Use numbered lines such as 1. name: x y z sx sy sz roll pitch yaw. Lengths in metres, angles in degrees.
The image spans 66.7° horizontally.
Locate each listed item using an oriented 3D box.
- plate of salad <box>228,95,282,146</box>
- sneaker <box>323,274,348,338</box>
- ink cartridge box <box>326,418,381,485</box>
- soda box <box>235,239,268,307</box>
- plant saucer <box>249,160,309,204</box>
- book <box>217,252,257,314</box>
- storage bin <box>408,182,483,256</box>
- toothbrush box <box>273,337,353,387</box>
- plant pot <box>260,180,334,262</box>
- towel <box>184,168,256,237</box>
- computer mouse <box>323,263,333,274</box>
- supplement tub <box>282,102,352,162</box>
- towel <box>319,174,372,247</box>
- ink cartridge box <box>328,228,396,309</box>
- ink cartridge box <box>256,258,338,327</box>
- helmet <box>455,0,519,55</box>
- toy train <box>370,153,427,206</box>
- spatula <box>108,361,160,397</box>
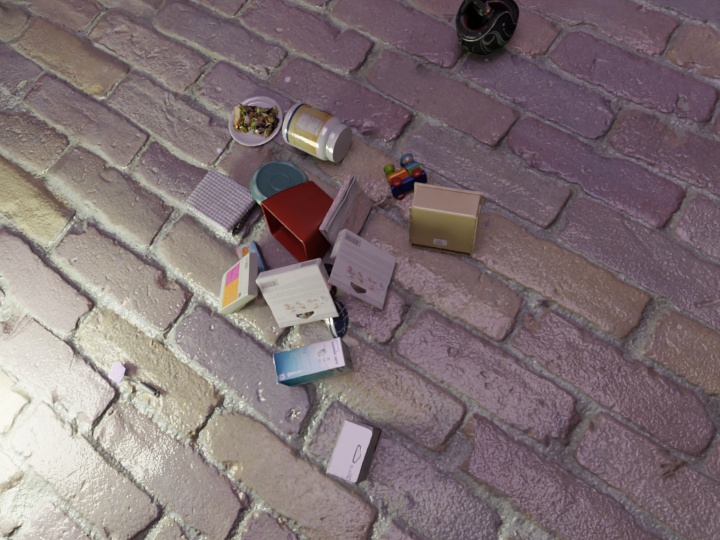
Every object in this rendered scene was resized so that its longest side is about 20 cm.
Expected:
1. plate of salad: -0.370 -0.530 1.912 0.198 0.048 0.202 -3 71 8
2. sneaker: -0.100 0.113 1.657 0.085 0.077 0.202 -21 84 37
3. ink cartridge box: -0.013 0.477 1.453 0.082 0.200 0.147 17 76 14
4. soda box: -0.325 0.009 1.725 0.068 0.064 0.201 -24 71 1
5. plant saucer: -0.264 -0.285 1.794 0.198 0.027 0.202 4 63 -7
6. book: -0.371 0.041 1.665 0.048 0.199 0.135 12 65 -33
7. storage bin: 0.248 -0.144 1.614 0.198 0.199 0.094 10 57 12
8. toothbrush box: -0.132 0.266 1.569 0.198 0.147 0.086 -14 71 5
9. plant pot: -0.165 -0.153 1.693 0.176 0.200 0.200 -41 71 -17
10. towel: -0.455 -0.220 1.808 0.199 0.086 0.166 31 72 12
11. computer mouse: -0.160 0.003 1.662 0.198 0.141 0.046 -17 62 3
12. supplement tub: -0.141 -0.450 1.798 0.199 0.145 0.145 28 79 16
13. towel: -0.038 -0.163 1.666 0.032 0.191 0.201 21 77 26
14. ink cartridge box: 0.000 0.000 1.614 0.199 0.045 0.178 29 66 -25
15. ink cartridge box: -0.178 0.068 1.591 0.198 0.177 0.045 -12 29 17
16. helmet: 0.418 -0.813 1.800 0.199 0.190 0.202 6 100 35
17. toy train: 0.102 -0.290 1.746 0.199 0.085 0.116 -25 60 1
18. spatula: -0.702 0.345 1.701 0.198 0.021 0.057 23 90 13
